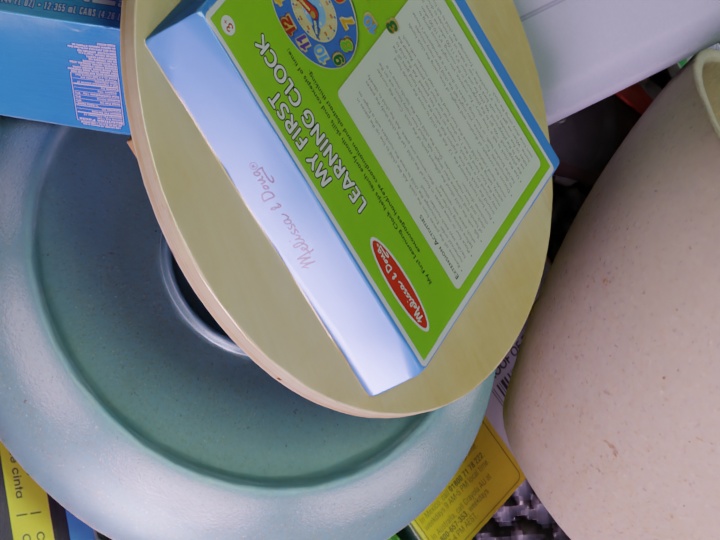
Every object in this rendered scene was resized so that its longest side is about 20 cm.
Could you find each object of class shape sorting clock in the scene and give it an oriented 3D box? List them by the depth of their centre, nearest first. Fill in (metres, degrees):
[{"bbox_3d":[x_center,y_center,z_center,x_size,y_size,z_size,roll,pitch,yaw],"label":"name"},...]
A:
[{"bbox_3d":[-0.005,-0.051,0.961,0.200,0.039,0.200,24,59,-46],"label":"shape sorting clock"}]

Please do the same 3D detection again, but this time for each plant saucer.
[{"bbox_3d":[-0.039,0.000,0.987,0.200,0.027,0.200,9,67,-22],"label":"plant saucer"}]

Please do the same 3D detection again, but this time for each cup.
[{"bbox_3d":[0.137,0.042,1.086,0.200,0.143,0.200,42,19,-18],"label":"cup"}]

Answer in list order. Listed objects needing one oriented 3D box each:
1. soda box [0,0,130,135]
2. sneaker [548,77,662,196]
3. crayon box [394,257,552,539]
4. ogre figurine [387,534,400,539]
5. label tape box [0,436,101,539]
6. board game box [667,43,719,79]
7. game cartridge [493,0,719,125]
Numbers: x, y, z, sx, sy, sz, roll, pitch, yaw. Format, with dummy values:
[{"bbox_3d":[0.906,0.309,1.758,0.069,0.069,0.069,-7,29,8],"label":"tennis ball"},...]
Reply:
[{"bbox_3d":[-0.161,-0.101,0.956,0.200,0.064,0.068,9,61,4],"label":"soda box"},{"bbox_3d":[0.067,-0.065,1.195,0.082,0.077,0.200,-46,113,-2],"label":"sneaker"},{"bbox_3d":[0.000,0.000,1.133,0.127,0.051,0.200,-44,108,-33],"label":"crayon box"},{"bbox_3d":[-0.014,0.111,1.062,0.098,0.120,0.200,-43,108,-34],"label":"ogre figurine"},{"bbox_3d":[-0.163,0.077,0.959,0.200,0.066,0.144,-6,84,-39],"label":"label tape box"},{"bbox_3d":[0.158,-0.138,1.205,0.200,0.026,0.200,53,39,-57],"label":"board game box"},{"bbox_3d":[0.045,-0.149,1.037,0.200,0.133,0.042,62,12,-14],"label":"game cartridge"}]
